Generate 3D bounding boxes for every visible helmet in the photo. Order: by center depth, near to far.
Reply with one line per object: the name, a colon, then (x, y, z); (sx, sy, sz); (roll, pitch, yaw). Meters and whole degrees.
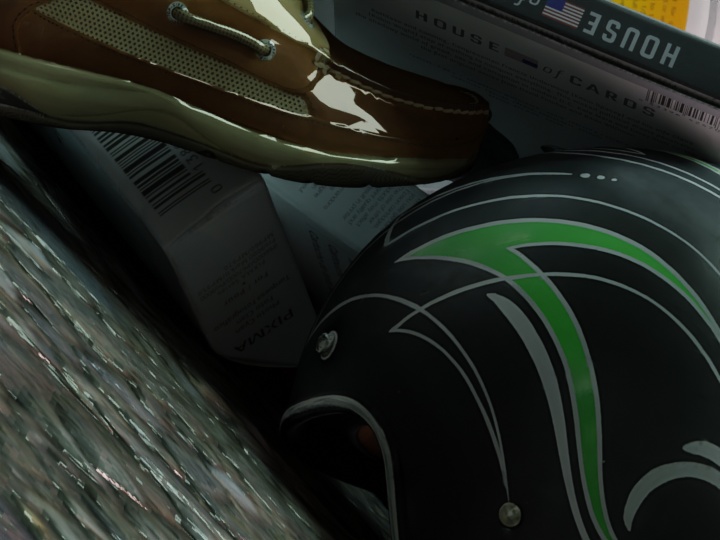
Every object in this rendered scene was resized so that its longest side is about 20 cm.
helmet: (0.079, 0.052, 0.984); (0.200, 0.200, 0.191); (43, 22, -62)

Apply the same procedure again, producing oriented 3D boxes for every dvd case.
dvd case: (0.062, -0.059, 1.048); (0.150, 0.025, 0.200); (23, -14, 6)

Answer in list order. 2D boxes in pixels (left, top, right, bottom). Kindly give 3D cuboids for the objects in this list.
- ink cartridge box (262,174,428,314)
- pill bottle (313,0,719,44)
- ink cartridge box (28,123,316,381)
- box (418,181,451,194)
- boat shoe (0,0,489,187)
ink cartridge box: (0.000, 0.000, 1.215); (0.200, 0.043, 0.196); (38, -12, 21)
pill bottle: (0.073, -0.119, 1.272); (0.200, 0.109, 0.109); (7, 25, -28)
ink cartridge box: (-0.077, -0.019, 1.117); (0.160, 0.047, 0.200); (48, -14, 31)
box: (0.074, -0.041, 1.308); (0.156, 0.041, 0.200); (4, -3, 6)
boat shoe: (-0.048, -0.076, 0.963); (0.200, 0.074, 0.076); (10, 10, -24)
